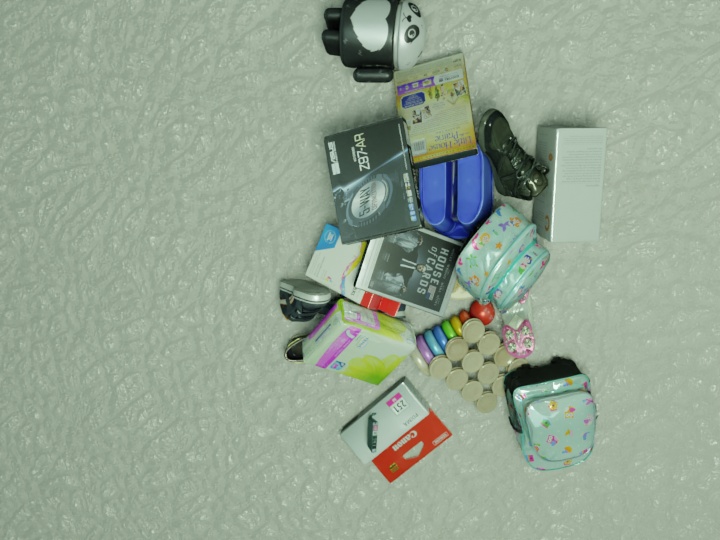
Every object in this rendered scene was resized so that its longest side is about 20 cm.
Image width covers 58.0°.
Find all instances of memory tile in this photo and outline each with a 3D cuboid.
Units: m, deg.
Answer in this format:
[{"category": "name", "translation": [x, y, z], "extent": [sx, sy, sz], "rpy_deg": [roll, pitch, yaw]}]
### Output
[{"category": "memory tile", "translation": [0.248, 0.200, 1.350], "extent": [0.198, 0.017, 0.154], "rpy_deg": [37, 100, -23]}]

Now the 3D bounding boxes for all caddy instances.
[{"category": "caddy", "translation": [0.187, -0.167, 1.269], "extent": [0.137, 0.104, 0.207], "rpy_deg": [0, 89, 22]}]

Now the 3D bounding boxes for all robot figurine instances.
[{"category": "robot figurine", "translation": [0.027, -0.443, 1.218], "extent": [0.193, 0.126, 0.154], "rpy_deg": [6, 122, 7]}]

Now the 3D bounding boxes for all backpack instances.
[{"category": "backpack", "translation": [0.394, 0.306, 1.327], "extent": [0.170, 0.154, 0.206], "rpy_deg": [-13, 111, 0]}, {"category": "backpack", "translation": [0.262, -0.022, 1.214], "extent": [0.150, 0.200, 0.178], "rpy_deg": [41, 89, 24]}]

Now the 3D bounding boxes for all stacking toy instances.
[{"category": "stacking toy", "translation": [0.197, 0.133, 1.358], "extent": [0.198, 0.085, 0.086], "rpy_deg": [-35, 96, 9]}]

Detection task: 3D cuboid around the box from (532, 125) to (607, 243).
[{"category": "box", "translation": [0.390, -0.165, 1.224], "extent": [0.094, 0.125, 0.207], "rpy_deg": [-1, 104, -1]}]

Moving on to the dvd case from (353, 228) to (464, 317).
[{"category": "dvd case", "translation": [0.098, -0.010, 1.265], "extent": [0.195, 0.025, 0.155], "rpy_deg": [18, 95, -15]}]

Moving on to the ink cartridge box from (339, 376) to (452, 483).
[{"category": "ink cartridge box", "translation": [0.079, 0.365, 1.444], "extent": [0.199, 0.044, 0.174], "rpy_deg": [-41, 93, 15]}]

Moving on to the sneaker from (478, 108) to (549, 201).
[{"category": "sneaker", "translation": [0.282, -0.204, 1.175], "extent": [0.076, 0.113, 0.201], "rpy_deg": [-45, 132, -16]}]

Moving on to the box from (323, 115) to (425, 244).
[{"category": "box", "translation": [0.025, -0.163, 1.200], "extent": [0.155, 0.043, 0.207], "rpy_deg": [-10, 89, 16]}]

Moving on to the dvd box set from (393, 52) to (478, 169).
[{"category": "dvd box set", "translation": [0.140, -0.300, 1.229], "extent": [0.142, 0.029, 0.207], "rpy_deg": [-11, 71, 17]}]

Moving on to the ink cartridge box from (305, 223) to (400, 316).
[{"category": "ink cartridge box", "translation": [0.000, 0.000, 1.317], "extent": [0.196, 0.067, 0.119], "rpy_deg": [25, 94, 21]}]

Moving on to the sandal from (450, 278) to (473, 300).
[{"category": "sandal", "translation": [0.161, 0.022, 1.336], "extent": [0.205, 0.070, 0.080], "rpy_deg": [13, 105, 5]}]

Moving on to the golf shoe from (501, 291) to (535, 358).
[{"category": "golf shoe", "translation": [0.318, 0.076, 1.329], "extent": [0.073, 0.091, 0.207], "rpy_deg": [-5, 81, 20]}]

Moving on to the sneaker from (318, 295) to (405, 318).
[{"category": "sneaker", "translation": [0.001, 0.061, 1.380], "extent": [0.193, 0.070, 0.085], "rpy_deg": [1, 87, 5]}]

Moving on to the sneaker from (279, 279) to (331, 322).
[{"category": "sneaker", "translation": [-0.113, 0.069, 1.331], "extent": [0.076, 0.199, 0.082], "rpy_deg": [-1, 96, -23]}]

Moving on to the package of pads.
[{"category": "package of pads", "translation": [0.000, 0.147, 1.325], "extent": [0.196, 0.069, 0.155], "rpy_deg": [21, 129, -30]}]

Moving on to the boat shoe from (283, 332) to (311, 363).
[{"category": "boat shoe", "translation": [-0.072, 0.157, 1.408], "extent": [0.194, 0.060, 0.074], "rpy_deg": [-14, 101, 11]}]
